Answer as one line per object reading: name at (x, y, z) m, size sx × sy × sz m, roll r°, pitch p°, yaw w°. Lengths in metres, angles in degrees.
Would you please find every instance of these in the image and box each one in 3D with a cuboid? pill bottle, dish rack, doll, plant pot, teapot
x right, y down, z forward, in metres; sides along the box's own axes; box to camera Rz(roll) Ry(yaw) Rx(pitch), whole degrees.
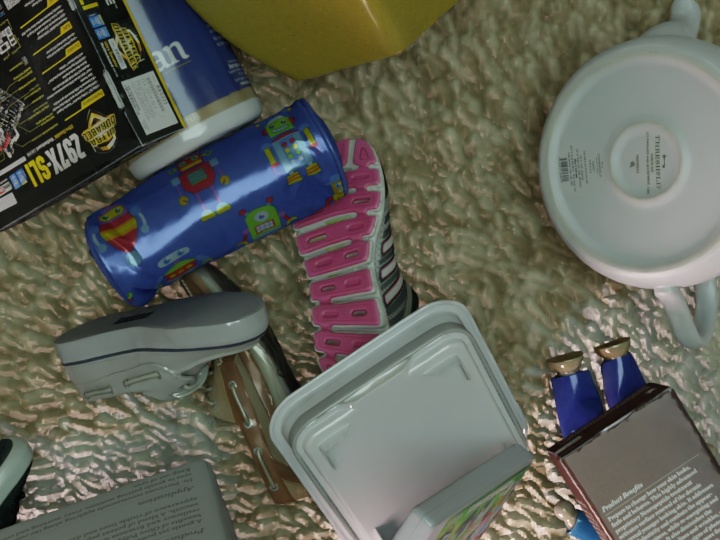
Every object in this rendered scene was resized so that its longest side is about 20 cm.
pill bottle at (-0.164, -0.178, 1.152) m, size 0.111 × 0.111 × 0.201 m, roll -29°, pitch 93°, yaw -3°
dish rack at (0.040, 0.129, 1.149) m, size 0.171 × 0.044 × 0.200 m, roll -33°, pitch 133°, yaw -3°
doll at (0.212, 0.156, 1.217) m, size 0.135 × 0.048 × 0.201 m, roll -16°, pitch 92°, yaw -2°
plant pot at (-0.025, -0.252, 1.100) m, size 0.194 × 0.195 × 0.201 m, roll -45°, pitch 116°, yaw -37°
teapot at (0.238, -0.076, 1.172) m, size 0.197 × 0.146 × 0.200 m, roll 45°, pitch 111°, yaw 21°

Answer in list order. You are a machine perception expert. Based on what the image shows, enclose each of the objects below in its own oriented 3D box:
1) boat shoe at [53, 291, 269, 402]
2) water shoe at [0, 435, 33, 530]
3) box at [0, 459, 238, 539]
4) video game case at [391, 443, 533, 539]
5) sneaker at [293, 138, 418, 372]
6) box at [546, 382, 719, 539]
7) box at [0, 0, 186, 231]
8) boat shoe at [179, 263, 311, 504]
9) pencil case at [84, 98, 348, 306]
boat shoe at (-0.142, 0.063, 1.143) m, size 0.199 × 0.072 × 0.066 m, roll -11°, pitch 106°, yaw 32°
water shoe at (-0.288, 0.221, 1.185) m, size 0.079 × 0.071 × 0.201 m, roll 29°, pitch 93°, yaw -27°
box at (-0.163, 0.282, 1.105) m, size 0.198 × 0.171 × 0.201 m, roll -19°, pitch 113°, yaw -5°
video game case at (0.038, 0.217, 1.100) m, size 0.022 × 0.200 × 0.183 m, roll 37°, pitch 110°, yaw 16°
sneaker at (0.000, 0.000, 1.191) m, size 0.073 × 0.087 × 0.201 m, roll -13°, pitch 69°, yaw 18°
box at (0.234, 0.194, 1.157) m, size 0.100 × 0.075 × 0.201 m, roll -31°, pitch 92°, yaw -3°
box at (-0.231, -0.134, 1.117) m, size 0.049 × 0.199 × 0.161 m, roll -31°, pitch 95°, yaw -46°
boat shoe at (-0.087, 0.088, 1.183) m, size 0.072 × 0.076 × 0.201 m, roll -31°, pitch 86°, yaw 6°
pencil case at (-0.105, -0.045, 1.139) m, size 0.199 × 0.087 × 0.078 m, roll -29°, pitch 48°, yaw -3°
